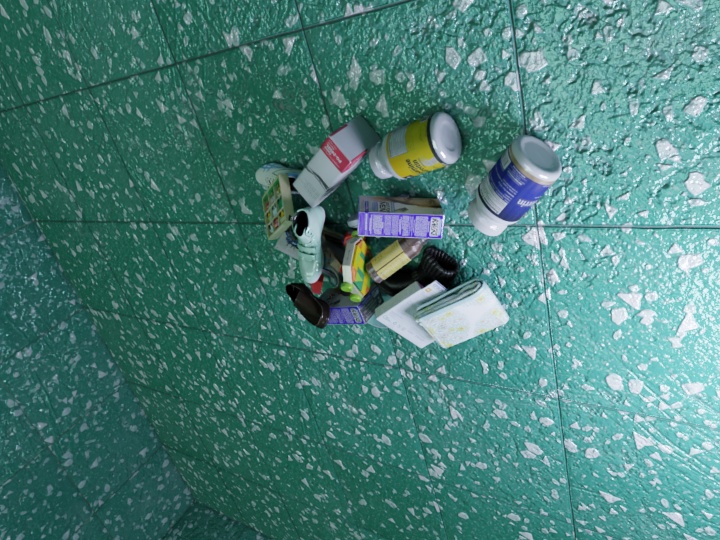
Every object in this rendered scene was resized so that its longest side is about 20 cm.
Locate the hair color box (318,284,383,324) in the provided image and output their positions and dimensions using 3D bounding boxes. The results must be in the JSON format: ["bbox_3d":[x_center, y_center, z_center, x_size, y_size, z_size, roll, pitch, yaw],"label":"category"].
[{"bbox_3d":[-0.043,0.099,1.568,0.197,0.109,0.066,-4,119,40],"label":"hair color box"}]

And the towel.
[{"bbox_3d":[0.249,0.111,1.355,0.198,0.049,0.171,-26,136,21],"label":"towel"}]

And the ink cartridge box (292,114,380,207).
[{"bbox_3d":[-0.061,-0.264,1.331,0.084,0.145,0.200,47,137,-4],"label":"ink cartridge box"}]

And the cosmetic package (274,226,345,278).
[{"bbox_3d":[-0.141,-0.060,1.570,0.197,0.051,0.083,27,136,-13],"label":"cosmetic package"}]

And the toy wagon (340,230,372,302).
[{"bbox_3d":[0.000,0.000,1.414,0.039,0.158,0.200,3,156,21],"label":"toy wagon"}]

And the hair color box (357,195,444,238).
[{"bbox_3d":[0.091,-0.126,1.276,0.195,0.110,0.066,3,117,-2],"label":"hair color box"}]

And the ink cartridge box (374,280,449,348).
[{"bbox_3d":[0.171,0.106,1.404,0.199,0.044,0.195,-35,129,26],"label":"ink cartridge box"}]

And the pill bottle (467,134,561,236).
[{"bbox_3d":[0.312,-0.170,1.132,0.115,0.116,0.201,40,138,6],"label":"pill bottle"}]

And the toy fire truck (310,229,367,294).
[{"bbox_3d":[-0.062,-0.025,1.515,0.138,0.049,0.203,9,117,-2],"label":"toy fire truck"}]

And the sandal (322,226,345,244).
[{"bbox_3d":[-0.125,-0.134,1.547,0.198,0.058,0.080,24,172,0],"label":"sandal"}]

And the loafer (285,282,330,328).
[{"bbox_3d":[-0.156,0.098,1.533,0.199,0.071,0.074,36,104,45],"label":"loafer"}]

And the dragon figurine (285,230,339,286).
[{"bbox_3d":[-0.126,-0.032,1.471,0.099,0.059,0.202,-32,85,23],"label":"dragon figurine"}]

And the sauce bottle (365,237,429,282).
[{"bbox_3d":[0.106,-0.047,1.368,0.198,0.065,0.065,-35,99,15],"label":"sauce bottle"}]

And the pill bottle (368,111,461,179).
[{"bbox_3d":[0.117,-0.269,1.213,0.198,0.112,0.113,-11,114,43],"label":"pill bottle"}]

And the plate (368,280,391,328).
[{"bbox_3d":[0.043,0.080,1.596,0.197,0.026,0.203,22,132,26],"label":"plate"}]

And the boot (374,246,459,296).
[{"bbox_3d":[0.143,0.004,1.413,0.207,0.080,0.159,19,138,7],"label":"boot"}]

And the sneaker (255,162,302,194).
[{"bbox_3d":[-0.226,-0.254,1.524,0.197,0.072,0.073,13,130,32],"label":"sneaker"}]

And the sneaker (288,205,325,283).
[{"bbox_3d":[-0.143,-0.063,1.377,0.072,0.118,0.205,7,100,20],"label":"sneaker"}]

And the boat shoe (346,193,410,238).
[{"bbox_3d":[0.059,-0.127,1.401,0.199,0.075,0.087,-16,113,34],"label":"boat shoe"}]

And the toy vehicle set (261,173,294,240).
[{"bbox_3d":[-0.224,-0.168,1.470,0.199,0.026,0.127,153,108,-65],"label":"toy vehicle set"}]
